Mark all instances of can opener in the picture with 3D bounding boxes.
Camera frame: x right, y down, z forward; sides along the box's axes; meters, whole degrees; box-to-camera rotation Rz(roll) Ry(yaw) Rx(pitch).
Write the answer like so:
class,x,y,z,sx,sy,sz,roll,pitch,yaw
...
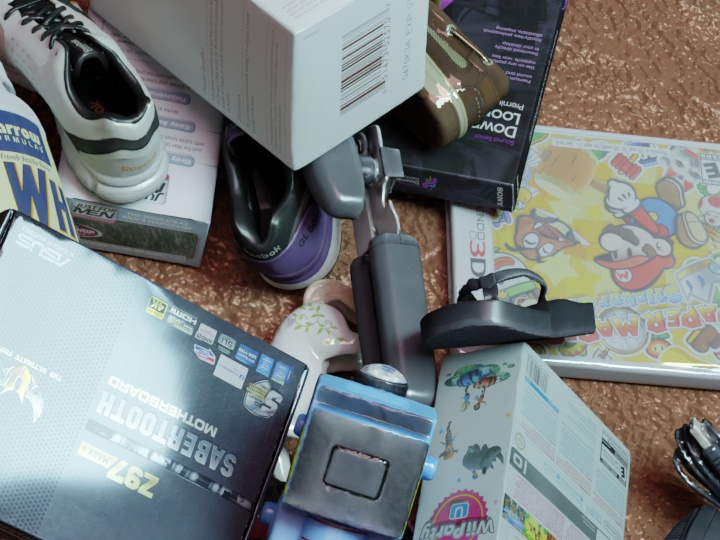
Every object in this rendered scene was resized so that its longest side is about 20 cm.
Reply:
class,x,y,z,sx,sy,sz,roll,pitch,yaw
can opener,0.000,0.000,1.431,0.067,0.053,0.201,6,59,-24

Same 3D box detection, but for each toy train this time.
class,x,y,z,sx,sy,sz,roll,pitch,yaw
toy train,-0.016,0.149,1.285,0.086,0.114,0.201,18,93,2

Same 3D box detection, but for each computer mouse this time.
class,x,y,z,sx,sy,sz,roll,pitch,yaw
computer mouse,0.205,0.188,1.396,0.139,0.053,0.200,53,48,-11

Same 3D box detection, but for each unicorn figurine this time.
class,x,y,z,sx,sy,sz,roll,pitch,yaw
unicorn figurine,-0.044,0.078,1.442,0.137,0.074,0.200,31,43,6

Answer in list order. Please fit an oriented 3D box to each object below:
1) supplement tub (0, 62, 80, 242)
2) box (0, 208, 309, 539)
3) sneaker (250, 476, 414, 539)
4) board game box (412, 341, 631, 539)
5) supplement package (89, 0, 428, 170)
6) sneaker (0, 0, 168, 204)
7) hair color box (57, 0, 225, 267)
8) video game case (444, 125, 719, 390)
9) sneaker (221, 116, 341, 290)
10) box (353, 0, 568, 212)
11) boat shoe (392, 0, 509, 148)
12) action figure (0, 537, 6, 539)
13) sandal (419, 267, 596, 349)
class,x,y,z,sx,sy,sz,roll,pitch,yaw
supplement tub,-0.242,-0.020,1.398,0.145,0.145,0.201,-12,65,-19
box,-0.142,0.081,1.289,0.200,0.051,0.158,29,68,-20
sneaker,-0.014,0.162,1.398,0.200,0.079,0.095,35,52,-1
board game box,0.093,0.166,1.371,0.064,0.148,0.201,-12,52,31
supplement package,-0.065,-0.179,1.451,0.117,0.117,0.200,-35,58,-28
sneaker,-0.181,-0.137,1.452,0.074,0.080,0.200,-33,68,-22
hair color box,-0.136,-0.108,1.524,0.099,0.061,0.201,10,59,-6
video game case,0.155,-0.012,1.561,0.199,0.023,0.183,5,60,-11
sneaker,-0.051,-0.095,1.492,0.075,0.088,0.201,-11,70,17
box,0.055,-0.138,1.582,0.142,0.036,0.201,10,59,10
boat shoe,0.021,-0.168,1.544,0.075,0.075,0.202,-32,69,-17
action figure,-0.138,0.240,1.264,0.134,0.149,0.200,-28,33,8
sandal,0.086,0.022,1.415,0.076,0.200,0.043,-7,87,18
